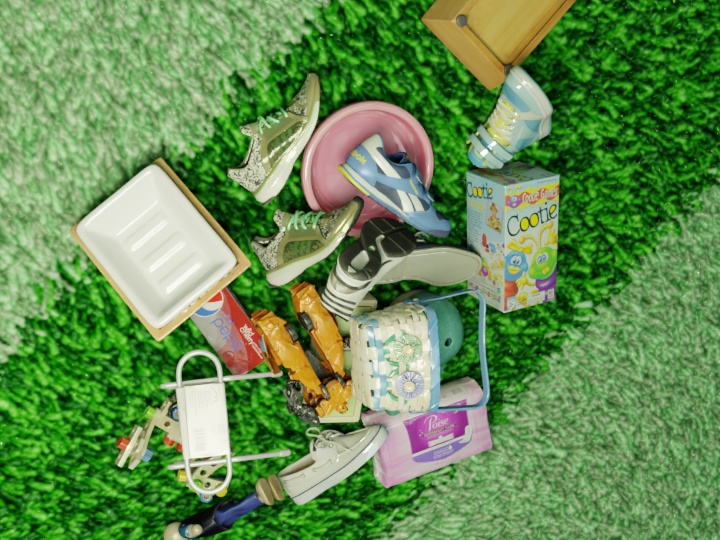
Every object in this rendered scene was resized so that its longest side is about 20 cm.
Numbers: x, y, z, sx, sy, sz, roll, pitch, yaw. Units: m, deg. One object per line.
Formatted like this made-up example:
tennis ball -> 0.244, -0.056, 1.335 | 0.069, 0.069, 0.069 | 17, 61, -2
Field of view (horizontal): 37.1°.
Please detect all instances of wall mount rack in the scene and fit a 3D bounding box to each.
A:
wall mount rack -> -0.190, 0.209, 1.514 | 0.174, 0.075, 0.200 | -6, 83, -5

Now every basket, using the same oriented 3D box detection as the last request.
basket -> 0.089, 0.125, 1.530 | 0.200, 0.139, 0.176 | -9, 99, -21

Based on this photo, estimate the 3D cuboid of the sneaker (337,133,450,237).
sneaker -> 0.064, -0.117, 1.525 | 0.200, 0.074, 0.082 | 34, 92, -28

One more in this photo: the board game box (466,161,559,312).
board game box -> 0.232, -0.053, 1.644 | 0.103, 0.105, 0.200 | -13, 113, -26

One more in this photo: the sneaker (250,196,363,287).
sneaker -> -0.082, -0.054, 1.508 | 0.200, 0.077, 0.089 | -35, 105, 29

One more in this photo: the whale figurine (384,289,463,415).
whale figurine -> 0.084, 0.129, 1.639 | 0.159, 0.104, 0.200 | 35, 79, -40

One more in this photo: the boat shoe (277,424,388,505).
boat shoe -> -0.052, 0.279, 1.659 | 0.202, 0.075, 0.086 | -37, 98, 27

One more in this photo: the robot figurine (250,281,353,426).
robot figurine -> -0.070, 0.123, 1.546 | 0.145, 0.058, 0.200 | -34, 114, -18

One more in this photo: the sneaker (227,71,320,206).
sneaker -> -0.120, -0.192, 1.488 | 0.089, 0.077, 0.200 | 25, 96, -18

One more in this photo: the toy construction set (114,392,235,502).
toy construction set -> -0.268, 0.262, 1.585 | 0.200, 0.092, 0.131 | 31, 96, -38

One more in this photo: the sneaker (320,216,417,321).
sneaker -> 0.000, 0.000, 1.520 | 0.076, 0.200, 0.115 | 41, 125, 8

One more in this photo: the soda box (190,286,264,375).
soda box -> -0.208, 0.057, 1.543 | 0.070, 0.063, 0.200 | -35, 118, -4

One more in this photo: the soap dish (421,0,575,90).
soap dish -> 0.209, -0.381, 1.537 | 0.157, 0.081, 0.200 | 41, 90, -28

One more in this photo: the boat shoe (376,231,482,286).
boat shoe -> 0.084, -0.016, 1.627 | 0.200, 0.062, 0.075 | -5, 124, -13

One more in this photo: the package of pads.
package of pads -> 0.106, 0.258, 1.729 | 0.200, 0.076, 0.121 | -18, 114, -15

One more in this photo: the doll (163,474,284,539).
doll -> -0.213, 0.374, 1.633 | 0.200, 0.136, 0.048 | -29, 79, 15

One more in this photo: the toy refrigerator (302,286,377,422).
toy refrigerator -> -0.032, 0.129, 1.634 | 0.076, 0.070, 0.200 | 2, 107, -21

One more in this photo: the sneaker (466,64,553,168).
sneaker -> 0.209, -0.211, 1.557 | 0.131, 0.080, 0.200 | -37, 158, 1

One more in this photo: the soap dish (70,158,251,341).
soap dish -> -0.263, -0.027, 1.429 | 0.157, 0.081, 0.200 | -40, 76, -5

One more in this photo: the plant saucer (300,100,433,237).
plant saucer -> 0.006, -0.150, 1.560 | 0.200, 0.051, 0.201 | -6, 110, -18
